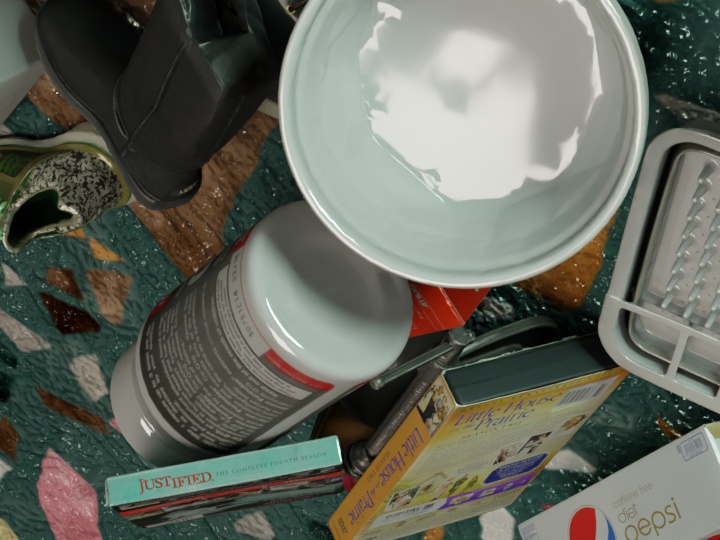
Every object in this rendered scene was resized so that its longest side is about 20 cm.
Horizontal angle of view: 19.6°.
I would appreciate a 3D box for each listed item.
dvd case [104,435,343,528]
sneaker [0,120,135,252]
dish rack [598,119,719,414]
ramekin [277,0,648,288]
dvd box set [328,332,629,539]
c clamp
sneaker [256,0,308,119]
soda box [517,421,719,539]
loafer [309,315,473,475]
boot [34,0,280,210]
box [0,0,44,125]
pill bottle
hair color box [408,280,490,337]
[{"bbox_3d":[-0.082,0.139,1.343,0.146,0.022,0.200,-10,168,-1],"label":"dvd case"},{"bbox_3d":[-0.240,-0.048,1.477,0.200,0.089,0.077,-16,116,44],"label":"sneaker"},{"bbox_3d":[0.237,0.005,1.220,0.172,0.044,0.200,25,138,16],"label":"dish rack"},{"bbox_3d":[0.061,-0.097,1.155,0.200,0.105,0.200,3,104,10],"label":"ramekin"},{"bbox_3d":[0.077,0.113,1.363,0.029,0.146,0.200,63,146,23],"label":"dvd box set"},{"bbox_3d":[0.044,0.082,1.350,0.027,0.171,0.200,56,148,19],"label":"c clamp"},{"bbox_3d":[-0.008,-0.133,1.242,0.200,0.075,0.106,18,139,23],"label":"sneaker"},{"bbox_3d":[0.193,0.158,1.356,0.200,0.068,0.064,-37,68,48],"label":"soda box"},{"bbox_3d":[0.018,0.081,1.423,0.073,0.072,0.200,34,138,6],"label":"loafer"},{"bbox_3d":[-0.129,-0.140,1.277,0.165,0.066,0.200,54,157,6],"label":"boot"},{"bbox_3d":[-0.325,-0.114,1.419,0.106,0.152,0.200,52,138,1],"label":"box"},{"bbox_3d":[-0.067,0.046,1.268,0.114,0.114,0.200,45,139,-8],"label":"pill bottle"},{"bbox_3d":[0.000,0.000,1.341,0.200,0.102,0.061,-15,116,42],"label":"hair color box"}]
